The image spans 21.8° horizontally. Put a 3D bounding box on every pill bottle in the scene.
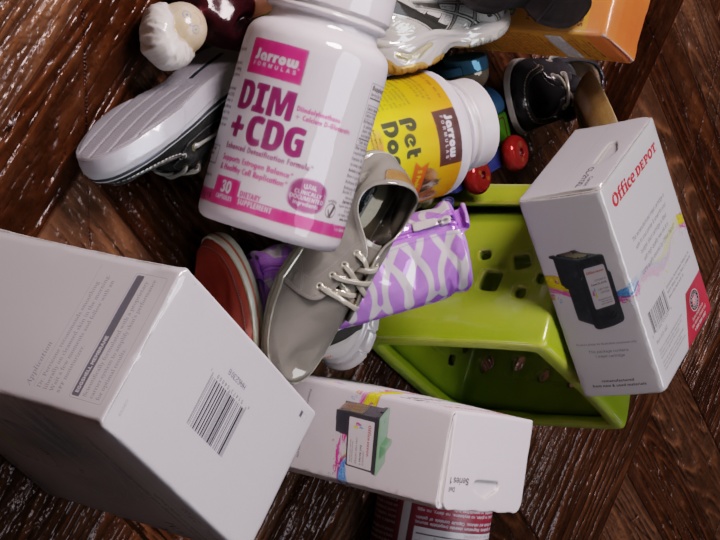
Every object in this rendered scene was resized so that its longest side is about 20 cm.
[{"bbox_3d":[-0.044,-0.124,1.410,0.113,0.113,0.202,12,94,-56],"label":"pill bottle"},{"bbox_3d":[0.067,0.238,1.772,0.113,0.112,0.202,9,91,-56],"label":"pill bottle"},{"bbox_3d":[0.017,-0.105,1.569,0.199,0.109,0.110,-17,113,-32],"label":"pill bottle"}]

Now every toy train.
[{"bbox_3d":[0.069,-0.123,1.722,0.200,0.084,0.117,-31,112,-48],"label":"toy train"}]

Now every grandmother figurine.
[{"bbox_3d":[-0.099,-0.219,1.448,0.121,0.061,0.200,47,56,1],"label":"grandmother figurine"}]

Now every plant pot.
[{"bbox_3d":[0.148,0.027,1.773,0.199,0.198,0.183,43,57,-49],"label":"plant pot"},{"bbox_3d":[0.243,-0.093,1.795,0.200,0.027,0.202,-21,90,-86],"label":"plant pot"}]

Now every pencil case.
[{"bbox_3d":[0.000,0.000,1.557,0.198,0.084,0.086,-17,155,-12],"label":"pencil case"}]

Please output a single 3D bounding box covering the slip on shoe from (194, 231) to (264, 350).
[{"bbox_3d":[-0.120,0.070,1.498,0.061,0.074,0.202,-1,98,-38],"label":"slip on shoe"}]

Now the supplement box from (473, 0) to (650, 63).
[{"bbox_3d":[0.159,-0.238,1.714,0.069,0.199,0.067,26,77,-51],"label":"supplement box"}]

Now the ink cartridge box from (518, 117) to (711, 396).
[{"bbox_3d":[0.228,-0.013,1.653,0.146,0.082,0.201,-47,123,-49],"label":"ink cartridge box"}]

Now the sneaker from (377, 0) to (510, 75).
[{"bbox_3d":[0.067,-0.232,1.608,0.200,0.075,0.089,-32,119,-52],"label":"sneaker"}]

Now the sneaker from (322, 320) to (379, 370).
[{"bbox_3d":[-0.010,-0.017,1.632,0.080,0.073,0.202,22,78,-51],"label":"sneaker"}]

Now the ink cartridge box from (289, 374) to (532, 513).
[{"bbox_3d":[0.028,0.147,1.614,0.144,0.199,0.085,13,88,-56],"label":"ink cartridge box"}]

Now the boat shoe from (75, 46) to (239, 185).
[{"bbox_3d":[-0.136,-0.104,1.423,0.200,0.072,0.072,-42,126,-46],"label":"boat shoe"}]

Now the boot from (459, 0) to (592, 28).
[{"bbox_3d":[0.097,-0.309,1.627,0.187,0.201,0.069,5,133,-40],"label":"boot"}]

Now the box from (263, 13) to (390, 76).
[{"bbox_3d":[-0.006,-0.211,1.614,0.199,0.047,0.123,24,78,-54],"label":"box"}]

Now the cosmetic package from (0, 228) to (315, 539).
[{"bbox_3d":[-0.174,0.083,1.300,0.124,0.199,0.200,-62,142,-21],"label":"cosmetic package"}]

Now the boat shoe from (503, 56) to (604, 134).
[{"bbox_3d":[0.194,-0.179,1.865,0.200,0.060,0.075,-20,102,-66],"label":"boat shoe"}]

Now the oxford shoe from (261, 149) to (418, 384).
[{"bbox_3d":[-0.016,0.000,1.478,0.075,0.058,0.201,27,92,-43],"label":"oxford shoe"}]
